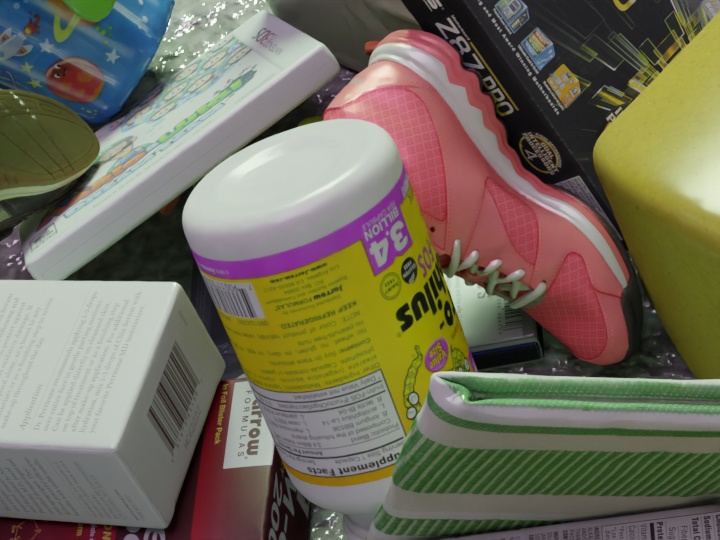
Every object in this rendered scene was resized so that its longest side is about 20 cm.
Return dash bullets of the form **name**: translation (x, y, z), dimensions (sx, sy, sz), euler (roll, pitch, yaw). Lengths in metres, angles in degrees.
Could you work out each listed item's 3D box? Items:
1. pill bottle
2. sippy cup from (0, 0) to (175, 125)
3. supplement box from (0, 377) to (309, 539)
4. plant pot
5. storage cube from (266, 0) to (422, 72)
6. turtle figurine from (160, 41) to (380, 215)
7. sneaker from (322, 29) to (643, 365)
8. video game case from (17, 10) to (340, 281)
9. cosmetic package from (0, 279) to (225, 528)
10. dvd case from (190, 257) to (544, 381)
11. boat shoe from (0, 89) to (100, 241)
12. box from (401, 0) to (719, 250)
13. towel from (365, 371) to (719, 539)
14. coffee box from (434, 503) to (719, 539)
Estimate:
- **pill bottle**: translation (-0.002, 0.039, 0.794), dimensions (0.103, 0.202, 0.105), euler (-17, 25, 8)
- **sippy cup**: translation (-0.192, -0.162, 1.062), dimensions (0.140, 0.130, 0.178), euler (-52, 20, 23)
- **supplement box**: translation (-0.127, 0.123, 0.879), dimensions (0.198, 0.061, 0.110), euler (-8, 51, 15)
- **plant pot**: translation (0.223, -0.023, 0.777), dimensions (0.194, 0.196, 0.199), euler (-44, 43, -15)
- **storage cube**: translation (0.039, -0.228, 1.008), dimensions (0.199, 0.171, 0.180), euler (29, 69, 35)
- **turtle figurine**: translation (-0.030, -0.035, 0.927), dimensions (0.199, 0.065, 0.162), euler (-25, 33, 20)
- **sneaker**: translation (0.054, -0.019, 0.846), dimensions (0.087, 0.074, 0.200), euler (-41, 90, -28)
- **video game case**: translation (-0.114, -0.077, 0.987), dimensions (0.199, 0.024, 0.182), euler (-37, 20, -2)
- **cosmetic package**: translation (-0.179, 0.065, 0.858), dimensions (0.198, 0.072, 0.102), euler (1, 51, 23)
- **dvd case**: translation (0.000, 0.000, 0.947), dimensions (0.198, 0.025, 0.152), euler (-10, 51, 14)
- **boat shoe**: translation (-0.219, -0.042, 0.918), dimensions (0.072, 0.066, 0.201), euler (42, 32, 8)
- **box**: translation (0.118, -0.133, 0.881), dimensions (0.161, 0.201, 0.049), euler (-44, 15, -30)
- **towel**: translation (0.083, 0.091, 0.706), dimensions (0.151, 0.201, 0.024), euler (1, 62, -7)
- **coffee box**: translation (0.116, 0.163, 0.718), dimensions (0.198, 0.113, 0.080), euler (-9, 51, 14)
